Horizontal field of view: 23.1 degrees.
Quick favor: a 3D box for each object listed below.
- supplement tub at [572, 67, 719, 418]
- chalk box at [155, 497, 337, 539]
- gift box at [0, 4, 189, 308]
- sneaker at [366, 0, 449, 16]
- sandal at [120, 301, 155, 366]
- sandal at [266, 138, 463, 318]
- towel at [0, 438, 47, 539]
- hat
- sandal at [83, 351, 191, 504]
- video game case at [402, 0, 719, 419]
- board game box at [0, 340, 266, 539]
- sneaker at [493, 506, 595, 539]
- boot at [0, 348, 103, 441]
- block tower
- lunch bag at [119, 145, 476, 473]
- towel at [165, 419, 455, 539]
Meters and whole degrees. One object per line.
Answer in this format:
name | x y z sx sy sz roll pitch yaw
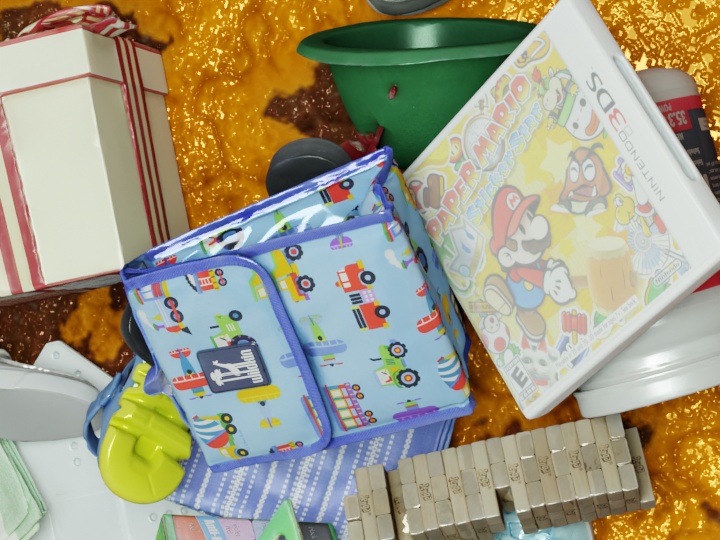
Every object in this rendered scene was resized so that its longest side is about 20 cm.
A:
supplement tub | 0.174 -0.018 1.136 0.139 0.140 0.201 -17 87 12
chalk box | -0.076 0.242 1.148 0.123 0.125 0.201 5 122 -18
gift box | -0.219 -0.078 1.194 0.183 0.200 0.188 -12 87 7
sneaker | 0.075 -0.250 1.186 0.200 0.079 0.076 -40 83 11
sandal | -0.060 0.048 1.172 0.199 0.043 0.077 18 74 -18
sandal | -0.001 0.000 1.167 0.076 0.043 0.200 -21 127 27
towel | -0.330 0.178 1.287 0.200 0.023 0.153 -40 68 15
hat | 0.039 -0.072 1.180 0.165 0.200 0.177 -10 106 -25
sandal | -0.135 0.064 1.211 0.079 0.087 0.201 38 67 -22
video game case | 0.118 -0.035 1.071 0.200 0.023 0.183 -47 65 44
board game box | -0.192 0.186 1.277 0.199 0.026 0.201 34 97 9
sneaker | 0.122 0.218 1.181 0.073 0.082 0.202 -6 88 11
boot | -0.276 0.060 1.245 0.198 0.074 0.096 8 51 -11
block tower | 0.090 0.144 1.157 0.198 0.058 0.054 -13 65 6
lunch bag | -0.046 0.035 1.102 0.199 0.094 0.151 -19 117 11
towel | -0.038 0.117 1.226 0.199 0.024 0.146 16 79 10
